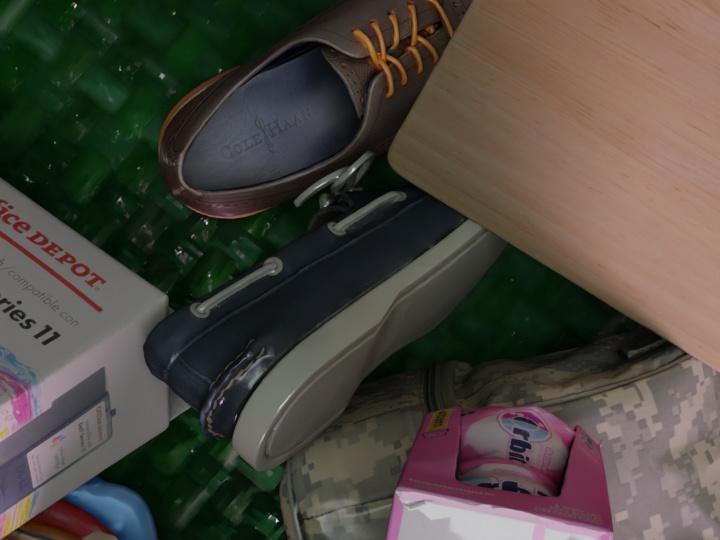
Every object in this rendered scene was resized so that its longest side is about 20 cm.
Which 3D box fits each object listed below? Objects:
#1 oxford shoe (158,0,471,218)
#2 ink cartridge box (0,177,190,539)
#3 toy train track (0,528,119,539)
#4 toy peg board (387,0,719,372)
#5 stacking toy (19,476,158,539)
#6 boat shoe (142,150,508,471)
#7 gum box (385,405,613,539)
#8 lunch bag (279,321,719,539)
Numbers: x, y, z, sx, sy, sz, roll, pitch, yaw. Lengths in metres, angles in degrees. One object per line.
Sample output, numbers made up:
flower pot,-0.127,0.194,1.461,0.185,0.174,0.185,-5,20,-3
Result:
oxford shoe,0.016,-0.077,0.829,0.200,0.073,0.071,-33,96,1
ink cartridge box,-0.146,0.031,0.766,0.117,0.200,0.067,33,138,29
toy train track,-0.159,0.080,0.796,0.200,0.115,0.033,12,117,35
toy peg board,0.144,-0.071,0.730,0.200,0.199,0.098,32,50,2
stacking toy,-0.130,0.145,0.784,0.116,0.200,0.110,-8,97,-1
boat shoe,0.000,0.000,0.799,0.062,0.200,0.075,38,137,14
gum box,0.030,0.145,0.698,0.066,0.114,0.200,11,99,3
lunch bag,0.076,0.125,0.820,0.168,0.139,0.200,-15,96,6
